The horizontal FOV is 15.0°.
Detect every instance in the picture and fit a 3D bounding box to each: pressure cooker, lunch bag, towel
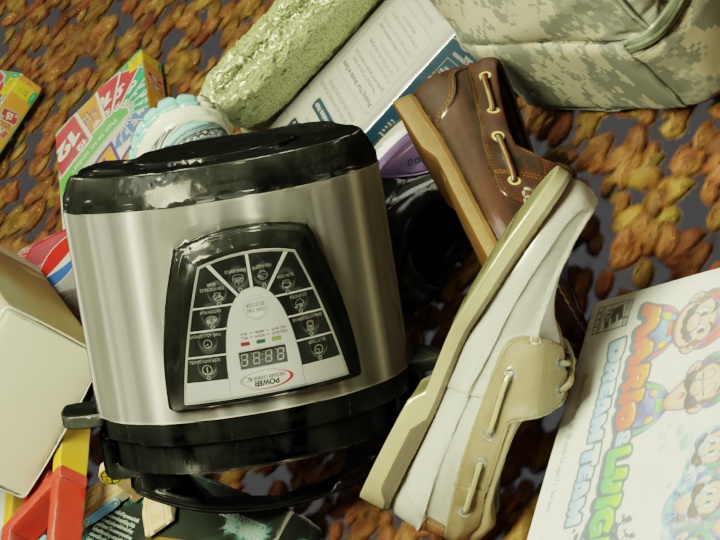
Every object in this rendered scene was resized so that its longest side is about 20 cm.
[{"bbox_3d":[-0.059,0.030,1.457,0.176,0.178,0.200,-1,101,40],"label":"pressure cooker"},{"bbox_3d":[0.118,-0.184,1.475,0.200,0.168,0.140,9,66,57],"label":"lunch bag"},{"bbox_3d":[-0.009,-0.156,1.677,0.200,0.036,0.148,-44,-15,4],"label":"towel"}]

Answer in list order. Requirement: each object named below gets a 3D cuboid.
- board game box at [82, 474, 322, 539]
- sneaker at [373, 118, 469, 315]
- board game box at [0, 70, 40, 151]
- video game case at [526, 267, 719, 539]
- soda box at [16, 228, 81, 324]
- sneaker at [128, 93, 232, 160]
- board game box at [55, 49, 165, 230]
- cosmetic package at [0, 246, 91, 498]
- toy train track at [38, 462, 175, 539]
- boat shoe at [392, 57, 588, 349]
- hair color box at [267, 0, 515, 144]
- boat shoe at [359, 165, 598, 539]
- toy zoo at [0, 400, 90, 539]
[{"bbox_3d":[-0.111,0.180,1.548,0.135,0.028,0.200,-58,29,-11],"label":"board game box"},{"bbox_3d":[0.000,0.000,1.545,0.200,0.076,0.088,-49,35,8],"label":"sneaker"},{"bbox_3d":[-0.327,-0.068,2.123,0.095,0.030,0.200,14,72,60],"label":"board game box"},{"bbox_3d":[0.157,0.083,1.275,0.182,0.024,0.200,-18,44,46],"label":"video game case"},{"bbox_3d":[-0.148,0.002,1.753,0.200,0.070,0.064,-20,43,44],"label":"soda box"},{"bbox_3d":[-0.106,0.002,1.607,0.086,0.077,0.200,-121,29,-54],"label":"sneaker"},{"bbox_3d":[-0.171,-0.069,1.914,0.096,0.030,0.200,-42,33,19],"label":"board game box"},{"bbox_3d":[-0.229,0.051,1.663,0.105,0.071,0.200,-59,24,6],"label":"cosmetic package"},{"bbox_3d":[-0.152,0.122,1.611,0.200,0.033,0.115,-36,32,30],"label":"toy train track"},{"bbox_3d":[0.082,-0.039,1.449,0.070,0.070,0.200,-25,53,0],"label":"boat shoe"},{"bbox_3d":[0.008,-0.085,1.634,0.200,0.060,0.100,-47,29,11],"label":"hair color box"},{"bbox_3d":[0.074,0.044,1.351,0.200,0.068,0.075,-62,-4,22],"label":"boat shoe"},{"bbox_3d":[-0.205,0.161,1.610,0.131,0.020,0.200,-45,29,31],"label":"toy zoo"}]
